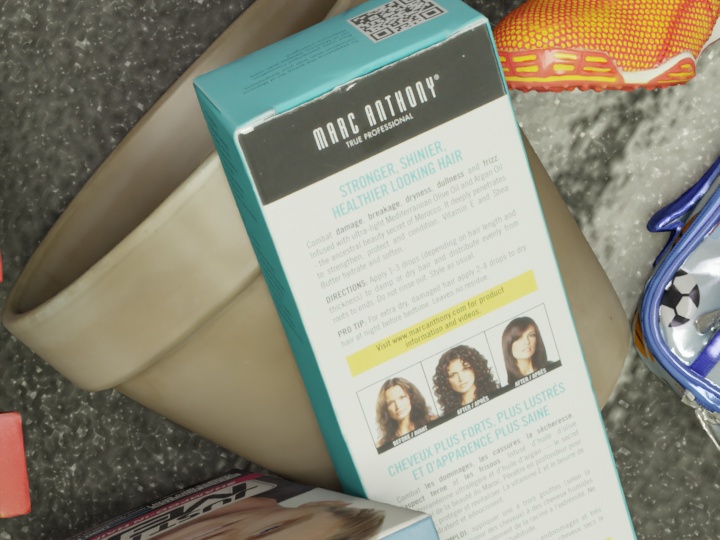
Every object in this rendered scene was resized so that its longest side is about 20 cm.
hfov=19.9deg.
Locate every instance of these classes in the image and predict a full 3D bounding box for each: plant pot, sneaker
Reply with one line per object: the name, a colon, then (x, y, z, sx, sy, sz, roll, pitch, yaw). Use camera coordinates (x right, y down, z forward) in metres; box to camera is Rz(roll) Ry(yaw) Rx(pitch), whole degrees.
plant pot: (0.000, 0.000, 0.746, 0.173, 0.200, 0.200, 42, 89, -14)
sneaker: (0.108, -0.112, 0.727, 0.073, 0.200, 0.078, 8, 119, 41)

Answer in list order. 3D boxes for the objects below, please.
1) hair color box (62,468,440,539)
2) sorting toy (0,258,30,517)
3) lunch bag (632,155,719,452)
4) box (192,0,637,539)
hair color box: (-0.045, 0.113, 0.652, 0.100, 0.200, 0.061, -22, 96, -19)
sorting toy: (-0.188, 0.023, 0.745, 0.069, 0.198, 0.202, -7, 90, -32)
lunch bag: (0.201, -0.006, 0.788, 0.160, 0.076, 0.200, 37, 88, 4)
box: (0.021, 0.018, 0.641, 0.082, 0.049, 0.201, -25, 119, -11)
